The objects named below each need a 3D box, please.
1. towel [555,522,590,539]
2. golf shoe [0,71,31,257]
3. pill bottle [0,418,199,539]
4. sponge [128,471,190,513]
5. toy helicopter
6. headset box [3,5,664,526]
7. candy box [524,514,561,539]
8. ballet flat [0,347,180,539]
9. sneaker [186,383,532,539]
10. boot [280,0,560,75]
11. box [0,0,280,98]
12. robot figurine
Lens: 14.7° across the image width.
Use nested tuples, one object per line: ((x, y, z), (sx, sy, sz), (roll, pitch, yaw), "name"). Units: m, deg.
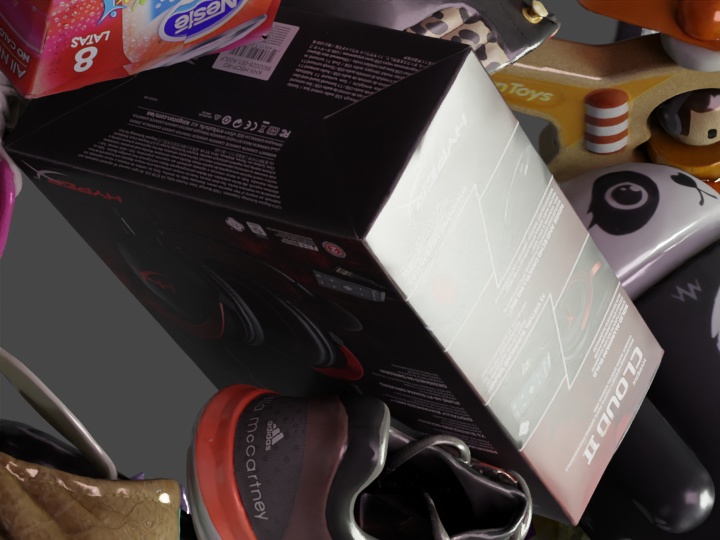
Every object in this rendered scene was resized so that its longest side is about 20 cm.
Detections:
((0.129, 0.172, 1.057), (0.148, 0.200, 0.037), (39, 112, -8), "towel")
((-0.131, -0.044, 0.907), (0.075, 0.091, 0.201), (28, 77, -35), "golf shoe")
((-0.123, 0.158, 0.894), (0.112, 0.112, 0.200), (39, 76, -36), "pill bottle")
((-0.088, 0.187, 1.014), (0.111, 0.030, 0.201), (-28, 113, -34), "sponge")
((0.093, -0.074, 1.073), (0.199, 0.132, 0.079), (10, 60, -23), "toy helicopter")
((0.000, 0.000, 0.917), (0.075, 0.148, 0.200), (-60, 143, -19), "headset box")
((0.015, 0.150, 1.076), (0.200, 0.026, 0.103), (-34, 119, -42), "candy box")
((-0.140, 0.045, 0.825), (0.199, 0.068, 0.073), (26, 72, -3), "ballet flat")
((0.024, 0.097, 0.904), (0.200, 0.082, 0.077), (40, 47, -50), "sneaker")
((0.022, -0.144, 1.000), (0.200, 0.073, 0.151), (-35, 95, -26), "boot")
((-0.104, -0.158, 0.834), (0.095, 0.200, 0.100), (-19, 146, -35), "box")
((0.128, 0.053, 1.043), (0.125, 0.150, 0.200), (-36, 80, -16), "robot figurine")
